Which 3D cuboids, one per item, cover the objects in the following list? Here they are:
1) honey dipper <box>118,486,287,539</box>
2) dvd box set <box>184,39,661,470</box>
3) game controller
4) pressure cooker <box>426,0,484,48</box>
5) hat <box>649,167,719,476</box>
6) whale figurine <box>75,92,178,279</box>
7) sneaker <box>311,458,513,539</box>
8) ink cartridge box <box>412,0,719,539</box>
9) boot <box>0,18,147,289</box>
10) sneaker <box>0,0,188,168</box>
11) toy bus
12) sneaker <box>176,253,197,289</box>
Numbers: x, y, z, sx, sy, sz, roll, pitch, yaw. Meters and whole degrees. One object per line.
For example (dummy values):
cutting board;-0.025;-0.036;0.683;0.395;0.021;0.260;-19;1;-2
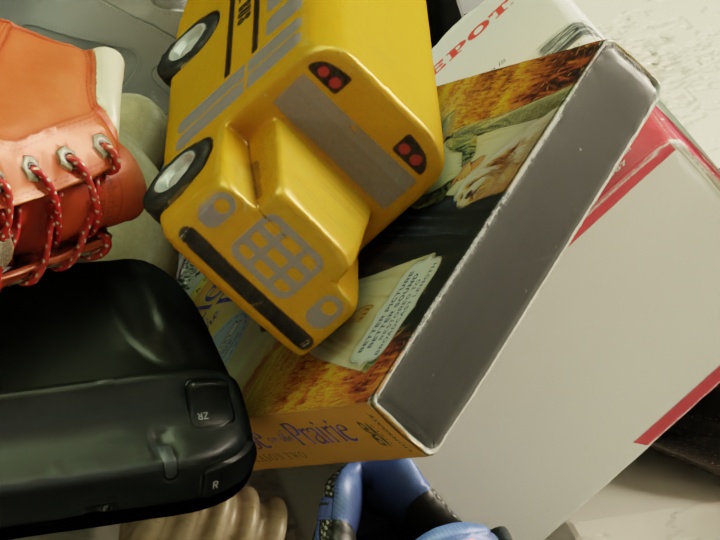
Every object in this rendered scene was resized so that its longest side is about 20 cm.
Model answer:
honey dipper;-0.120;0.058;0.936;0.200;0.038;0.038;21;18;-17
dvd box set;0.000;0.000;0.957;0.146;0.029;0.200;-56;21;-21
game controller;-0.134;0.042;0.881;0.200;0.042;0.104;-6;35;-22
pressure cooker;-0.011;-0.114;1.228;0.178;0.200;0.176;-10;20;-15
hat;0.162;0.002;1.084;0.200;0.081;0.201;-3;22;1
whale figurine;-0.144;-0.027;1.016;0.159;0.104;0.200;-14;58;-24
sneaker;0.028;0.116;0.843;0.075;0.079;0.200;-15;25;-23
ink cartridge box;0.055;-0.008;1.036;0.145;0.084;0.200;-42;24;8
boot;-0.116;-0.021;0.882;0.107;0.075;0.200;12;34;-10
sneaker;-0.115;-0.110;1.121;0.200;0.115;0.075;21;37;14
toy bus;-0.019;-0.054;0.955;0.078;0.065;0.200;-40;21;16
sneaker;-0.110;-0.002;1.139;0.114;0.076;0.199;-6;28;-23
